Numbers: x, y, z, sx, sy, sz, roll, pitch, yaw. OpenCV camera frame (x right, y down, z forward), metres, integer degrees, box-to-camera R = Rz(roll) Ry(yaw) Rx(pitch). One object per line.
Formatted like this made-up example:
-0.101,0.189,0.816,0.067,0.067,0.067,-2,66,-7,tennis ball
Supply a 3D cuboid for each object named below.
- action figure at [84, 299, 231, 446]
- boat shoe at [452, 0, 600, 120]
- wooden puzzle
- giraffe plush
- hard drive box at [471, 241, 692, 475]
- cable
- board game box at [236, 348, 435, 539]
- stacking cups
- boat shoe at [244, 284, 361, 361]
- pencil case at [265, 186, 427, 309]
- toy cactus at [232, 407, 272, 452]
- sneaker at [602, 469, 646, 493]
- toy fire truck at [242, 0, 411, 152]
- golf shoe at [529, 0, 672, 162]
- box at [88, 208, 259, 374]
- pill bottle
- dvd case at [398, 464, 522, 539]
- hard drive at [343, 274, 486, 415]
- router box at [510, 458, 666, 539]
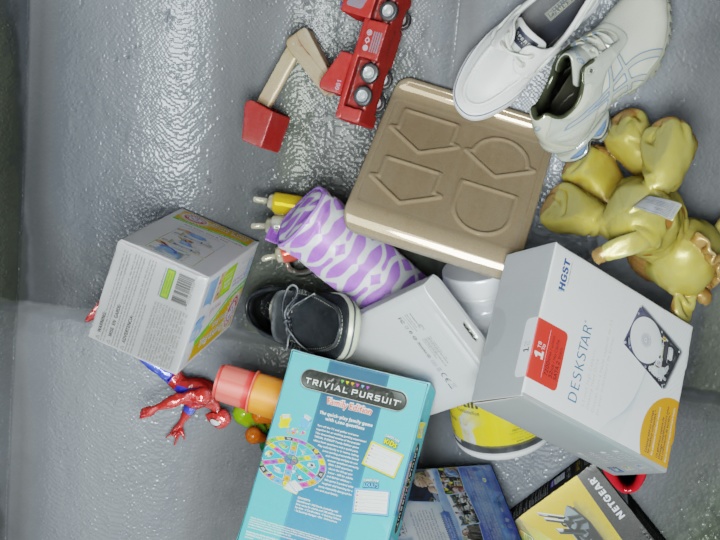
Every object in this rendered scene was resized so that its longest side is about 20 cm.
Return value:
-0.240,0.130,1.450,0.199,0.065,0.099,38,96,2,action figure
0.167,-0.238,1.299,0.073,0.065,0.200,41,97,5,boat shoe
0.095,-0.092,1.319,0.183,0.202,0.047,17,148,6,wooden puzzle
0.305,-0.044,1.289,0.172,0.200,0.162,-44,122,9,giraffe plush
0.217,0.090,1.227,0.199,0.076,0.158,27,67,-28,hard drive box
-0.019,-0.047,1.384,0.197,0.050,0.099,-7,95,11,cable
-0.022,0.196,1.267,0.149,0.047,0.203,12,76,15,board game box
-0.057,0.141,1.344,0.198,0.061,0.061,19,104,5,stacking cups
-0.062,0.053,1.343,0.062,0.199,0.076,7,94,-31,boat shoe
0.000,0.000,1.355,0.200,0.084,0.085,43,128,-17,pencil case
-0.056,0.203,1.432,0.197,0.103,0.167,10,121,5,toy cactus
0.281,0.137,1.335,0.077,0.116,0.203,-10,100,10,sneaker
-0.037,-0.215,1.350,0.140,0.049,0.203,19,94,22,toy fire truck
0.240,-0.208,1.270,0.078,0.097,0.201,32,91,35,golf shoe
-0.193,0.017,1.351,0.100,0.200,0.114,22,106,5,box
0.139,0.087,1.334,0.110,0.112,0.203,-7,112,11,pill bottle
0.083,0.274,1.332,0.018,0.198,0.144,-53,47,41,dvd case
0.053,0.087,1.302,0.132,0.027,0.199,52,144,-7,hard drive
0.258,0.326,1.408,0.157,0.052,0.201,-39,92,15,router box
